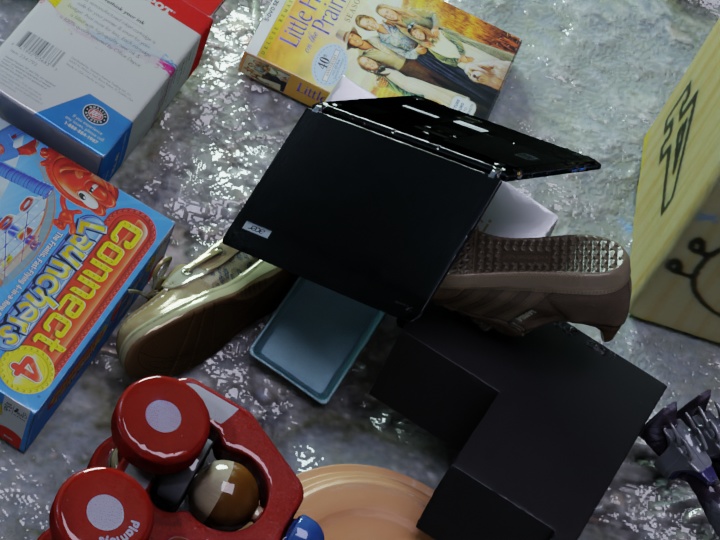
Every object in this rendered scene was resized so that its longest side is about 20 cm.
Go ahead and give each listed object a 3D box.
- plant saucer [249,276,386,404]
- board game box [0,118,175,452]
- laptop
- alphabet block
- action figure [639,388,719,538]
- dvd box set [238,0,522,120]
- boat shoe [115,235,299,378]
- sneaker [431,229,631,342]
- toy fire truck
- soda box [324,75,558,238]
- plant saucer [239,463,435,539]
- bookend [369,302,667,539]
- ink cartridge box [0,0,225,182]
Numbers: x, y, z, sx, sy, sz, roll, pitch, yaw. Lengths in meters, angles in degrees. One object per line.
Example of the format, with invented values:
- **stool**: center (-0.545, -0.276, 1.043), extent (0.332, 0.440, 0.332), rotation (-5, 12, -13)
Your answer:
- **plant saucer**: center (0.000, 0.000, 1.666), extent (0.070, 0.019, 0.200), rotation (34, 76, 1)
- **board game box**: center (-0.265, -0.004, 1.603), extent (0.195, 0.056, 0.200), rotation (30, 53, 3)
- **laptop**: center (0.038, -0.050, 1.603), extent (0.177, 0.104, 0.200), rotation (23, 19, 33)
- **alphabet block**: center (0.334, -0.067, 1.754), extent (0.194, 0.200, 0.197), rotation (18, 54, -5)
- **action figure**: center (0.282, 0.186, 1.652), extent (0.130, 0.069, 0.200), rotation (-21, 70, -39)
- **dvd box set**: center (0.018, -0.174, 1.826), extent (0.199, 0.029, 0.147), rotation (26, 53, 0)
- **boat shoe**: center (-0.110, 0.015, 1.639), extent (0.063, 0.073, 0.200), rotation (42, 44, 19)
- **sneaker**: center (0.089, 0.015, 1.581), extent (0.199, 0.076, 0.071), rotation (6, 37, 15)
- **toy fire truck**: center (-0.116, 0.176, 1.500), extent (0.168, 0.112, 0.200), rotation (32, 54, 0)
- **soda box**: center (0.049, -0.062, 1.728), extent (0.200, 0.064, 0.068), rotation (33, 81, 6)
- **plant saucer**: center (0.005, 0.222, 1.558), extent (0.199, 0.032, 0.201), rotation (8, 56, -13)
- **bookend**: center (0.083, 0.114, 1.597), extent (0.198, 0.092, 0.200), rotation (32, 45, 6)
- **ink cartridge box**: center (-0.194, -0.165, 1.720), extent (0.116, 0.067, 0.200), rotation (32, 57, 4)
